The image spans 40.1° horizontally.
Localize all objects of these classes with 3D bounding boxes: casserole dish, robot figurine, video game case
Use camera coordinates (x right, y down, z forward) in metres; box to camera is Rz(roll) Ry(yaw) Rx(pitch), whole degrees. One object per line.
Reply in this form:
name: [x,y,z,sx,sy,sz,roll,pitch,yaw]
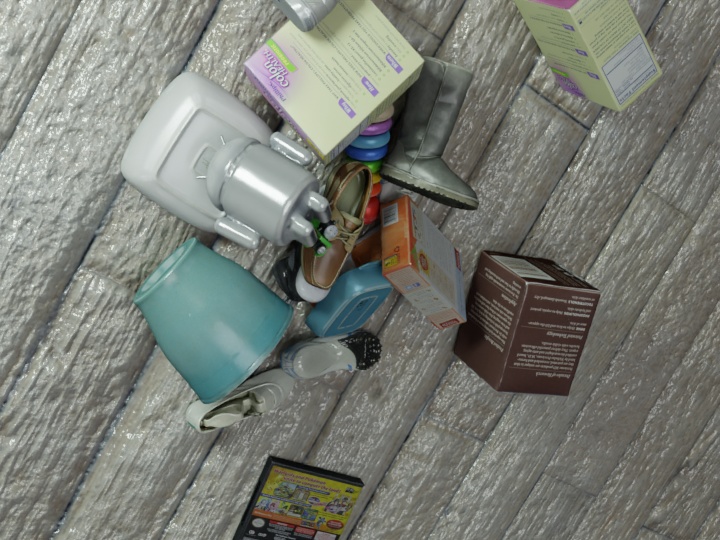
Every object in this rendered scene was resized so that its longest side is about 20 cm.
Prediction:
casserole dish: [-0.012,0.053,1.595,0.119,0.039,0.201,-12,154,-36]
robot figurine: [-0.136,-0.112,1.389,0.198,0.113,0.171,31,76,12]
video game case: [-0.112,0.438,1.775,0.197,0.025,0.184,20,101,-28]

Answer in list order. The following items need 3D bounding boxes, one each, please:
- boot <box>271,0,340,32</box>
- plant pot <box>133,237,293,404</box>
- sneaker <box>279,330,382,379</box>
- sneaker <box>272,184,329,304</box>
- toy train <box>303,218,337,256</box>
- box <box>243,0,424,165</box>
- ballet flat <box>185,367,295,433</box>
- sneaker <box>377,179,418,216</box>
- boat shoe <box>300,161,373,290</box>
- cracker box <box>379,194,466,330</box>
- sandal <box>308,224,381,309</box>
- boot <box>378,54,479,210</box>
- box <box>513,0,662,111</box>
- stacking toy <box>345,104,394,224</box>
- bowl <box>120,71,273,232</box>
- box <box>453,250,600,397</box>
boot: [-0.101,-0.428,1.373,0.095,0.074,0.201,-39,78,-8]
plant pot: [-0.234,0.062,1.491,0.200,0.200,0.188,-44,105,-2]
sneaker: [-0.048,0.139,1.671,0.197,0.072,0.074,-6,101,-37]
sneaker: [-0.085,-0.038,1.575,0.075,0.113,0.204,25,63,-28]
toy train: [-0.089,-0.093,1.480,0.056,0.201,0.042,-44,135,6]
box: [-0.038,-0.291,1.434,0.200,0.097,0.176,-43,89,-4]
ballet flat: [-0.191,0.224,1.634,0.196,0.069,0.071,-19,116,-16]
sneaker: [0.085,-0.163,1.595,0.074,0.087,0.204,13,105,-28]
boat shoe: [-0.033,-0.072,1.486,0.075,0.073,0.204,20,81,-28]
cracker box: [0.103,-0.010,1.606,0.057,0.136,0.200,-19,141,25]
sandal: [-0.003,-0.007,1.630,0.205,0.059,0.080,-38,120,-6]
boot: [0.133,-0.213,1.522,0.179,0.073,0.203,23,83,6]
box: [0.362,-0.379,1.580,0.096,0.176,0.201,-39,120,-4]
stacking toy: [0.009,-0.170,1.569,0.084,0.086,0.204,-10,120,-20]
bowl: [-0.232,-0.167,1.461,0.198,0.075,0.201,33,94,-29]
box: [0.290,0.092,1.736,0.161,0.166,0.204,6,108,-26]
